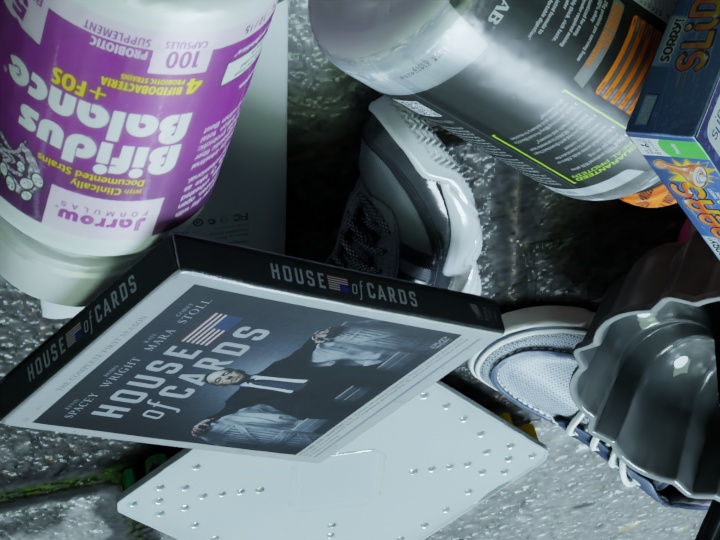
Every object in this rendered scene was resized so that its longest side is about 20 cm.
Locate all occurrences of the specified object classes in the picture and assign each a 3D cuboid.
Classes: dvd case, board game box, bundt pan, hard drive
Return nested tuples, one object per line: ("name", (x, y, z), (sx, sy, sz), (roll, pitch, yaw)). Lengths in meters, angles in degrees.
("dvd case", (-0.051, 0.043, 0.871), (0.200, 0.025, 0.150), (11, 143, -41))
("board game box", (0.193, -0.109, 0.823), (0.034, 0.200, 0.135), (8, 155, 38))
("bundt pan", (0.220, 0.049, 0.999), (0.201, 0.076, 0.202), (13, 143, 10))
("hard drive", (-0.103, -0.057, 0.904), (0.132, 0.025, 0.200), (-7, 139, -9))
("board game box", (-0.017, 0.122, 1.134), (0.200, 0.026, 0.200), (-36, 135, 23))

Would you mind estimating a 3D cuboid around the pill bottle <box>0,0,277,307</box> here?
("pill bottle", (-0.106, -0.077, 0.770), (0.112, 0.112, 0.200), (2, 139, -20))

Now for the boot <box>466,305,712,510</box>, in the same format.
("boot", (0.156, 0.086, 1.097), (0.200, 0.090, 0.073), (14, 132, -30))

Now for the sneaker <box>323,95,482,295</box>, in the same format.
("sneaker", (0.000, 0.000, 0.944), (0.114, 0.076, 0.200), (-28, 145, -13))

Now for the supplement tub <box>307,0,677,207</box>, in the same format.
("supplement tub", (0.084, -0.108, 0.830), (0.200, 0.123, 0.123), (26, 125, -38))

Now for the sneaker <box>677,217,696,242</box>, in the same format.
("sneaker", (0.279, -0.010, 1.025), (0.200, 0.088, 0.081), (-1, 138, -9))

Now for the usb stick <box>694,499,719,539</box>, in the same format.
("usb stick", (0.251, 0.106, 1.097), (0.033, 0.200, 0.055), (10, 156, 44))
